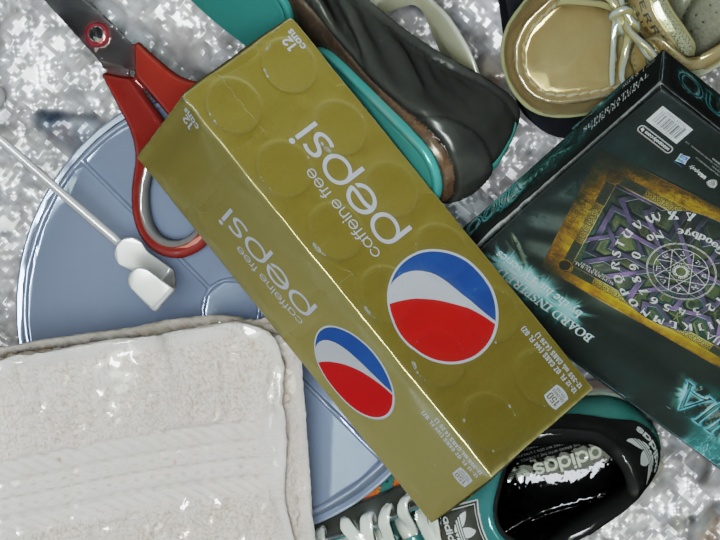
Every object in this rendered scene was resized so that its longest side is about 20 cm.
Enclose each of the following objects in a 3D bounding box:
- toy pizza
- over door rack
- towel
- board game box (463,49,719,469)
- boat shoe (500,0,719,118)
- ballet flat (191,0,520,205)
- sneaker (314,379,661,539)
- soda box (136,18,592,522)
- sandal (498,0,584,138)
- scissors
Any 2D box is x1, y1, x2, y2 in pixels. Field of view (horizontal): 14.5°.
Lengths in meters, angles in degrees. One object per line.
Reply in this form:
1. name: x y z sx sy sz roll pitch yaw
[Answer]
1. toy pizza: -0.054 0.017 1.247 0.199 0.032 0.202 0 91 11
2. over door rack: -0.193 -0.007 1.238 0.200 0.067 0.148 43 100 7
3. towel: -0.115 0.093 1.180 0.199 0.034 0.134 -9 104 -16
4. board game box: 0.154 0.011 1.194 0.200 0.028 0.135 36 125 -18
5. boat shoe: 0.144 -0.120 1.150 0.200 0.063 0.074 -21 90 16
6. ballet flat: -0.010 -0.107 1.214 0.068 0.068 0.200 -39 74 -25
7. sneaker: 0.036 0.106 1.239 0.199 0.080 0.072 -24 99 7
8. soda box: 0.000 0.000 1.172 0.068 0.064 0.200 -37 86 -31
9. sandal: 0.077 -0.153 1.202 0.076 0.043 0.201 -23 105 -3
10. scissors: -0.100 -0.097 1.234 0.073 0.014 0.201 -31 83 11
